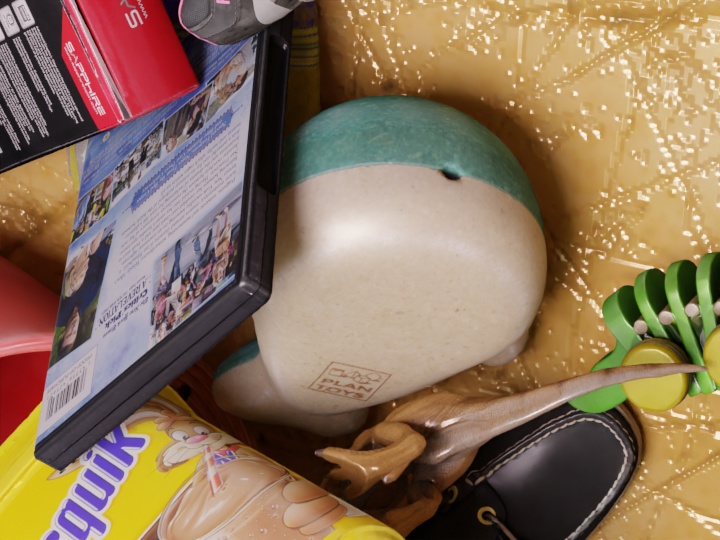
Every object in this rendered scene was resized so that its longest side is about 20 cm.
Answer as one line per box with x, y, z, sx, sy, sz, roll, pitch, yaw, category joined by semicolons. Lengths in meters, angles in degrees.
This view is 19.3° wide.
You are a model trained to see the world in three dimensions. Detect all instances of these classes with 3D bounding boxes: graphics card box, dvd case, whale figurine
-0.162;-0.113;0.967;0.200;0.051;0.126;-15;103;54;graphics card box
-0.081;-0.027;0.897;0.017;0.201;0.142;32;129;-27;dvd case
0.000;0.000;0.935;0.158;0.104;0.200;12;146;-17;whale figurine

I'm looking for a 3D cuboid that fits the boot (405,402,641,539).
0.043;0.143;0.913;0.200;0.151;0.073;-37;101;12;boot

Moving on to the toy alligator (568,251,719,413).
0.167;0.014;0.873;0.199;0.059;0.055;-16;101;32;toy alligator

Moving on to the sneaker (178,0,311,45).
-0.072;-0.184;0.890;0.095;0.079;0.201;-34;69;32;sneaker

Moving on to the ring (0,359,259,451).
-0.121;0.133;1.051;0.199;0.019;0.202;-9;75;36;ring

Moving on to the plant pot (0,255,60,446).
-0.210;0.072;1.011;0.177;0.199;0.202;44;129;43;plant pot

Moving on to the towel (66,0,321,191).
-0.085;-0.125;0.978;0.143;0.023;0.201;10;114;26;towel

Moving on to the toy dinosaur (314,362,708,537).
0.035;0.069;0.889;0.199;0.106;0.061;-23;104;48;toy dinosaur

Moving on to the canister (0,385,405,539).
-0.080;0.132;0.861;0.199;0.149;0.087;23;157;49;canister
